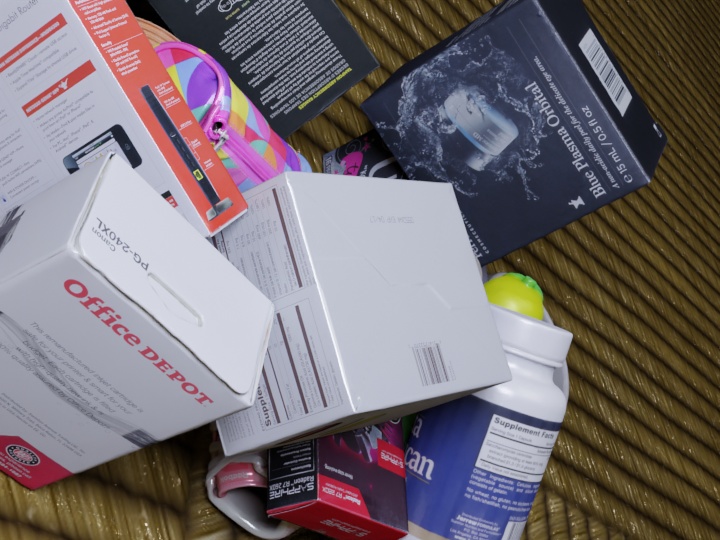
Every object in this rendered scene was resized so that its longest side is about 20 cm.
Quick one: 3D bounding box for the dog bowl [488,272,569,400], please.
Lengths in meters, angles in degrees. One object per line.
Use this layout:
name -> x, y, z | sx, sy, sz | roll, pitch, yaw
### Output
dog bowl -> 0.168, 0.093, 1.327 | 0.200, 0.059, 0.200 | 37, 40, -39

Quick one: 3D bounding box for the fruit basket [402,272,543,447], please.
fruit basket -> 0.084, 0.094, 1.072 | 0.216, 0.155, 0.216 | -3, 94, -48

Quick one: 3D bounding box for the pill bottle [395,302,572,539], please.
pill bottle -> 0.098, 0.130, 0.936 | 0.111, 0.111, 0.200 | 17, 93, -52

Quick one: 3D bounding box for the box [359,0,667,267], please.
box -> 0.144, -0.137, 1.086 | 0.197, 0.200, 0.117 | 55, 33, -11

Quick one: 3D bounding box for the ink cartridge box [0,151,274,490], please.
ink cartridge box -> -0.172, 0.038, 0.694 | 0.145, 0.200, 0.083 | 46, 36, -30

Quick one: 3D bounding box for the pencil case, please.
pencil case -> -0.100, -0.088, 0.849 | 0.200, 0.088, 0.088 | 41, 34, -68

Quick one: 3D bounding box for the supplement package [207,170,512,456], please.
supplement package -> -0.009, 0.027, 0.798 | 0.200, 0.111, 0.156 | -2, 73, -55

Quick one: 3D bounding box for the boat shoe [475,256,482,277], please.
boat shoe -> 0.000, 0.000, 1.029 | 0.200, 0.093, 0.075 | 13, 60, -17

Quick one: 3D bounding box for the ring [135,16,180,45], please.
ring -> -0.182, -0.098, 0.897 | 0.200, 0.019, 0.201 | 5, 82, -42

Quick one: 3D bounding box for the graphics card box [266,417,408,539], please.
graphics card box -> -0.018, 0.100, 0.898 | 0.125, 0.051, 0.200 | 34, 45, -48

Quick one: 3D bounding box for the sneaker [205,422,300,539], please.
sneaker -> -0.085, 0.113, 0.899 | 0.200, 0.075, 0.105 | 68, 25, -4

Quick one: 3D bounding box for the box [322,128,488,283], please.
box -> 0.045, -0.031, 1.167 | 0.132, 0.115, 0.200 | 33, 43, -43

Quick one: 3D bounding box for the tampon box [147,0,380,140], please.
tampon box -> -0.100, -0.227, 1.017 | 0.200, 0.126, 0.150 | 52, 1, -20

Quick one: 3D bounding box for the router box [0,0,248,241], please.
router box -> -0.195, -0.070, 0.734 | 0.180, 0.200, 0.049 | 60, 33, -9
